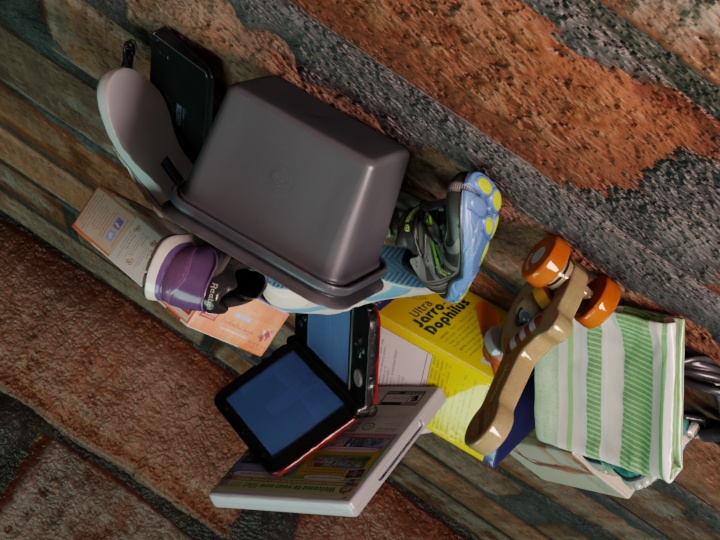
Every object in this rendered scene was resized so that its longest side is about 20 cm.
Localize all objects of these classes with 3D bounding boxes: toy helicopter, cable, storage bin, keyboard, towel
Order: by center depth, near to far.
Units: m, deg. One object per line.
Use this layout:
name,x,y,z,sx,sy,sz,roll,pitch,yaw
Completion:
toy helicopter,0.133,0.072,1.392,0.079,0.201,0.132,37,151,-17
storage bin,-0.051,-0.079,1.437,0.199,0.135,0.145,31,-156,18
towel,0.220,0.101,1.456,0.023,0.153,0.200,-7,-170,-30
cable,0.305,0.124,1.493,0.163,0.051,0.200,32,167,20
keyboard,-0.195,-0.175,1.616,0.127,0.021,0.200,37,151,12

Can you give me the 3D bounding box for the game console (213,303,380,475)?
game console,-0.071,0.091,1.700,0.118,0.173,0.200,-7,-157,-23

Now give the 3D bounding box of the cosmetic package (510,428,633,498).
cosmetic package,0.239,0.174,1.748,0.087,0.104,0.200,38,166,-14

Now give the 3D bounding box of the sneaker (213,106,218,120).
sneaker,-0.151,-0.127,1.713,0.200,0.060,0.104,38,164,16

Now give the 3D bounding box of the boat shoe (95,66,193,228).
boat shoe,-0.219,-0.123,1.630,0.070,0.071,0.200,11,146,41

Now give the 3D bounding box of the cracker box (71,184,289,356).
cracker box,-0.183,0.000,1.638,0.200,0.058,0.134,36,-176,34

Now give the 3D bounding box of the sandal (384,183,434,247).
sandal,0.020,-0.057,1.530,0.201,0.057,0.080,34,168,1

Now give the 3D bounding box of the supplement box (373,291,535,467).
supplement box,0.096,0.095,1.708,0.199,0.109,0.109,29,131,23

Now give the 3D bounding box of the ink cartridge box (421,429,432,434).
ink cartridge box,0.049,0.134,1.853,0.199,0.083,0.147,-8,-170,-24

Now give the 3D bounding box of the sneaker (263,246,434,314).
sneaker,0.000,0.000,1.595,0.199,0.077,0.081,-2,155,-5

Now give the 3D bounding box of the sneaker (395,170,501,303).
sneaker,0.071,-0.029,1.412,0.082,0.071,0.200,24,159,3

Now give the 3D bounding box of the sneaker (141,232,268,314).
sneaker,-0.117,0.000,1.464,0.087,0.076,0.200,21,-158,13

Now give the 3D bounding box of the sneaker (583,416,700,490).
sneaker,0.242,0.152,1.505,0.080,0.078,0.200,46,163,-12

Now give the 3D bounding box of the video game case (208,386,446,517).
video game case,-0.034,0.182,1.661,0.199,0.182,0.022,-3,123,41
